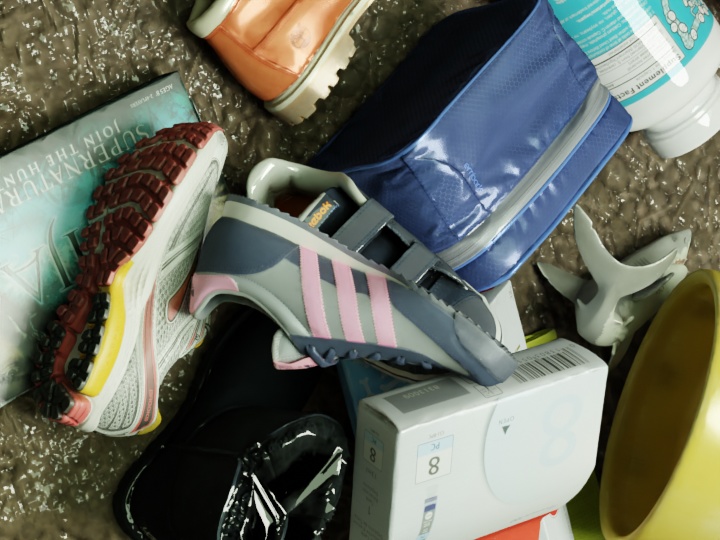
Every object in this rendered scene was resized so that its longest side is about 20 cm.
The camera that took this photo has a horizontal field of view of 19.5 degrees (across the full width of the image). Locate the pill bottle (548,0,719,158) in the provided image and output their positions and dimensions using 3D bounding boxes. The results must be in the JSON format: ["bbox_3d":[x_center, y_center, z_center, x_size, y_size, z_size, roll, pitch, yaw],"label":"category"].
[{"bbox_3d":[0.179,-0.175,1.455,0.111,0.110,0.200,-49,113,-22],"label":"pill bottle"}]

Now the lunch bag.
[{"bbox_3d":[0.082,-0.079,1.379,0.200,0.135,0.133,-48,112,-24],"label":"lunch bag"}]

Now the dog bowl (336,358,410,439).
[{"bbox_3d":[0.025,0.119,1.355,0.049,0.112,0.202,-14,101,-4],"label":"dog bowl"}]

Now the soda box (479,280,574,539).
[{"bbox_3d":[0.088,0.115,1.401,0.068,0.063,0.202,-42,119,-69],"label":"soda box"}]

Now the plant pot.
[{"bbox_3d":[0.286,0.124,1.430,0.187,0.201,0.203,20,78,-7],"label":"plant pot"}]

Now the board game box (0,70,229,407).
[{"bbox_3d":[-0.170,-0.021,1.286,0.199,0.028,0.136,-30,104,-28],"label":"board game box"}]

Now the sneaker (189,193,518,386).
[{"bbox_3d":[-0.007,0.033,1.219,0.199,0.070,0.083,27,83,13],"label":"sneaker"}]

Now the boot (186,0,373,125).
[{"bbox_3d":[-0.032,-0.206,1.352,0.107,0.075,0.201,36,72,-20],"label":"boot"}]

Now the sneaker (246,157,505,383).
[{"bbox_3d":[0.000,0.000,1.287,0.079,0.199,0.080,-49,149,-16],"label":"sneaker"}]

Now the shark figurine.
[{"bbox_3d":[0.160,0.012,1.447,0.089,0.214,0.129,37,101,14],"label":"shark figurine"}]

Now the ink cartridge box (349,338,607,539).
[{"bbox_3d":[0.068,0.154,1.266,0.159,0.047,0.202,-15,120,-34],"label":"ink cartridge box"}]

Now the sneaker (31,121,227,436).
[{"bbox_3d":[-0.127,0.004,1.260,0.082,0.078,0.202,27,83,-39],"label":"sneaker"}]

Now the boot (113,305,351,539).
[{"bbox_3d":[-0.051,0.097,1.275,0.076,0.168,0.201,48,66,-23],"label":"boot"}]

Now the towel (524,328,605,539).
[{"bbox_3d":[0.132,0.147,1.473,0.086,0.018,0.202,-24,101,-29],"label":"towel"}]
